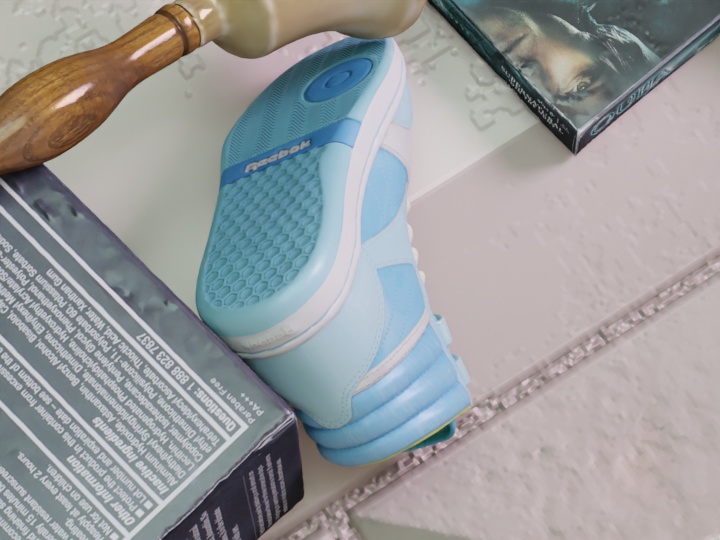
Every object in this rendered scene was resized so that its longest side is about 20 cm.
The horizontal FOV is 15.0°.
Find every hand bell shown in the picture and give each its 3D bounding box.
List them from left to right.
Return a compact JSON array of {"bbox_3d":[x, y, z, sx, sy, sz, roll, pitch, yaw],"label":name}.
[{"bbox_3d":[-0.076,-0.090,1.070,0.104,0.104,0.200,44,57,13],"label":"hand bell"}]

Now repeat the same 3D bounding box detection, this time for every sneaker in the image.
[{"bbox_3d":[0.000,0.000,1.125,0.079,0.131,0.200,-18,33,27],"label":"sneaker"}]

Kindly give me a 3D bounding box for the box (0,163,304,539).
[{"bbox_3d":[-0.160,0.072,1.070,0.198,0.123,0.200,-42,75,-14],"label":"box"}]

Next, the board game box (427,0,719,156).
[{"bbox_3d":[0.124,-0.161,1.196,0.200,0.028,0.135,-40,75,-12],"label":"board game box"}]
